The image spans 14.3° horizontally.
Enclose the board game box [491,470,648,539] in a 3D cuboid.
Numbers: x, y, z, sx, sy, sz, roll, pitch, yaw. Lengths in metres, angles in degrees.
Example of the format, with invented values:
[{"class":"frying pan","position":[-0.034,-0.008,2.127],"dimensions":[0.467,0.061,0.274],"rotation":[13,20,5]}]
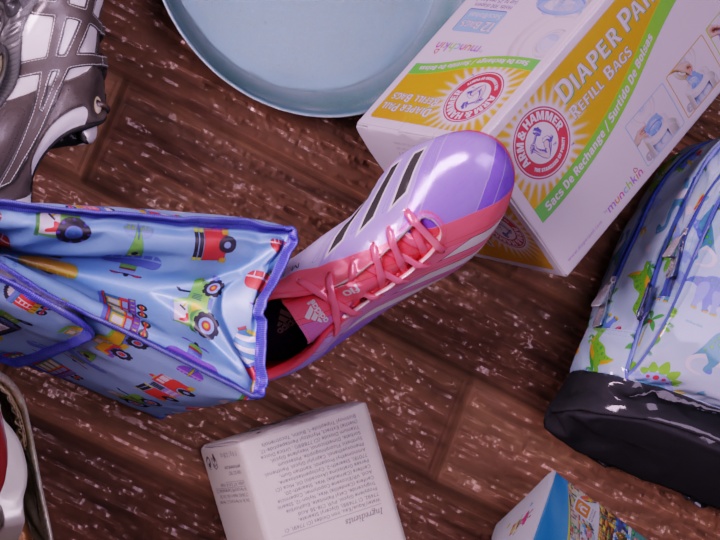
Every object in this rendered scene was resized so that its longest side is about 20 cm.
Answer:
[{"class":"board game box","position":[0.148,0.225,1.543],"dimensions":[0.200,0.064,0.148],"rotation":[36,38,-9]}]

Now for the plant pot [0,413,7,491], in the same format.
[{"class":"plant pot","position":[-0.278,0.083,1.358],"dimensions":[0.182,0.200,0.201],"rotation":[-35,98,-26]}]

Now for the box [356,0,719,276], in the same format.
[{"class":"box","position":[0.113,-0.106,1.579],"dimensions":[0.200,0.112,0.101],"rotation":[-49,123,-19]}]

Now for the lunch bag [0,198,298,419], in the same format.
[{"class":"lunch bag","position":[-0.155,0.003,1.443],"dimensions":[0.199,0.150,0.094],"rotation":[16,78,-20]}]

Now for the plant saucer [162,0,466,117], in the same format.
[{"class":"plant saucer","position":[-0.028,-0.182,1.587],"dimensions":[0.199,0.027,0.201],"rotation":[3,84,-23]}]

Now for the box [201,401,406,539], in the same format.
[{"class":"box","position":[-0.014,0.176,1.529],"dimensions":[0.082,0.068,0.201],"rotation":[-15,90,-23]}]

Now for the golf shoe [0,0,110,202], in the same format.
[{"class":"golf shoe","position":[-0.164,-0.115,1.499],"dimensions":[0.095,0.078,0.200],"rotation":[47,61,-27]}]

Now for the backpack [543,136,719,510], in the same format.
[{"class":"backpack","position":[0.213,0.018,1.616],"dimensions":[0.163,0.154,0.201],"rotation":[25,63,-12]}]

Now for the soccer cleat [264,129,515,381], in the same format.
[{"class":"soccer cleat","position":[0.000,0.000,1.495],"dimensions":[0.067,0.200,0.077],"rotation":[50,29,-11]}]

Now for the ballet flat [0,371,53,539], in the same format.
[{"class":"ballet flat","position":[-0.185,0.145,1.463],"dimensions":[0.067,0.062,0.201],"rotation":[-12,89,-23]}]
